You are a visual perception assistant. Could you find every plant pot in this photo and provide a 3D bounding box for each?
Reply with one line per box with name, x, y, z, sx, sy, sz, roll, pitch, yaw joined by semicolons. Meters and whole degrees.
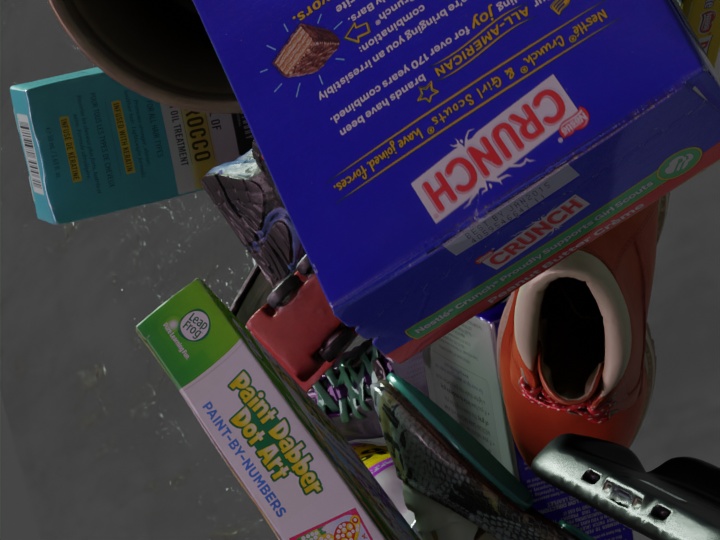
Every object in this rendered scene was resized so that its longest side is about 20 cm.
plant pot;-0.075;-0.189;1.275;0.174;0.199;0.201;-117;14;-83

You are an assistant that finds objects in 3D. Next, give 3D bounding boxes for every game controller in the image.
game controller;0.146;0.107;0.938;0.200;0.104;0.042;-159;81;-68

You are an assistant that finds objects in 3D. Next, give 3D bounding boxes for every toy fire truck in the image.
toy fire truck;0.000;0.000;1.262;0.049;0.200;0.141;43;-162;2

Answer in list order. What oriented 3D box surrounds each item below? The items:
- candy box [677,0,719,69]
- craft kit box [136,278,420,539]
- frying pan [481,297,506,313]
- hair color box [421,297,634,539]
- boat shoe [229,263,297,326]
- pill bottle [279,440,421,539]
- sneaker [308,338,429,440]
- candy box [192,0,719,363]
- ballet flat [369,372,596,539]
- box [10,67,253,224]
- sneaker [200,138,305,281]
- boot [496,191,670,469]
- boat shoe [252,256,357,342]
candy box;0.099;-0.167;0.979;0.103;0.026;0.200;94;155;-48
craft kit box;-0.011;0.120;1.136;0.198;0.048;0.200;49;179;29
frying pan;0.066;-0.041;1.047;0.031;0.115;0.190;29;163;15
hair color box;0.086;0.103;1.181;0.109;0.064;0.201;-153;52;-67
boat shoe;-0.031;-0.010;1.372;0.071;0.063;0.200;-89;20;-46
pill bottle;0.026;0.156;1.344;0.200;0.104;0.105;179;76;-72
sneaker;0.008;0.073;1.358;0.200;0.087;0.075;133;120;-70
candy box;0.033;-0.095;0.915;0.077;0.169;0.201;36;-154;-57
ballet flat;0.071;0.130;1.085;0.200;0.072;0.072;37;152;9
box;-0.098;-0.089;1.367;0.049;0.199;0.083;-163;60;-69
sneaker;-0.024;-0.051;1.260;0.076;0.078;0.200;57;157;-2
boot;0.091;0.041;1.026;0.107;0.075;0.201;-72;-14;-47
boat shoe;-0.044;-0.051;1.474;0.091;0.070;0.201;-84;-24;-72
